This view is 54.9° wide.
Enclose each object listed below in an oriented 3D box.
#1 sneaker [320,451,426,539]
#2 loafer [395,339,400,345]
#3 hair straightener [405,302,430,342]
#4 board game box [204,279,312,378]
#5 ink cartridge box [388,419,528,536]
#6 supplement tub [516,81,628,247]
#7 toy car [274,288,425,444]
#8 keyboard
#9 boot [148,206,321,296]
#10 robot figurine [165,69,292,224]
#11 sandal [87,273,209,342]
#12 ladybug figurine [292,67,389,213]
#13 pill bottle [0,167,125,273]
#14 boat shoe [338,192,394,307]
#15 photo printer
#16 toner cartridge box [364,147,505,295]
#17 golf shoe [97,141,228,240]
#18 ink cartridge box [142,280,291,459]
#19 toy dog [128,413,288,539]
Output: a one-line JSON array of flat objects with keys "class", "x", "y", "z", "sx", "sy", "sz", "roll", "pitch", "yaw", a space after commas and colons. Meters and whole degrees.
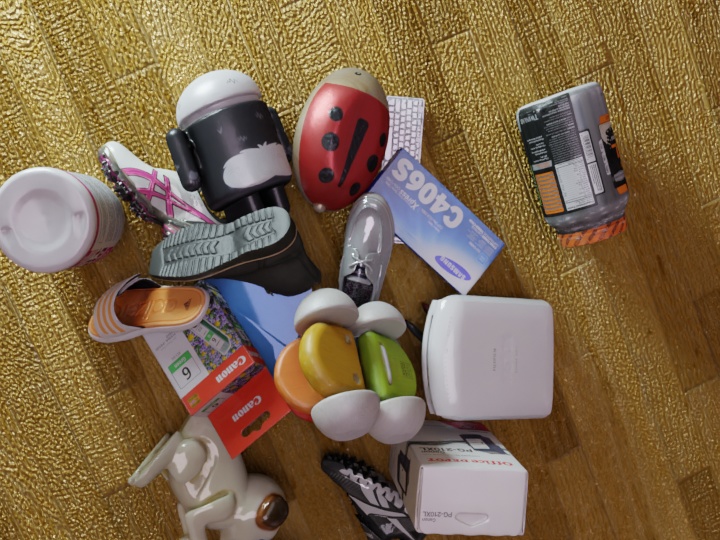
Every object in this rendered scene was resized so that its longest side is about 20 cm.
[{"class": "sneaker", "x": 0.018, "y": 0.339, "z": 0.993, "sx": 0.197, "sy": 0.066, "sz": 0.092, "roll": 32, "pitch": 88, "yaw": -11}, {"class": "loafer", "x": -0.027, "y": 0.156, "z": 0.971, "sx": 0.196, "sy": 0.070, "sz": 0.071, "roll": -26, "pitch": 89, "yaw": -5}, {"class": "hair straightener", "x": 0.127, "y": 0.146, "z": 1.011, "sx": 0.077, "sy": 0.041, "sz": 0.201, "roll": -40, "pitch": 103, "yaw": -2}, {"class": "board game box", "x": -0.157, "y": 0.065, "z": 0.963, "sx": 0.156, "sy": 0.039, "sz": 0.203, "roll": 33, "pitch": 90, "yaw": 1}, {"class": "ink cartridge box", "x": 0.124, "y": 0.271, "z": 0.934, "sx": 0.140, "sy": 0.200, "sz": 0.087, "roll": 4, "pitch": 94, "yaw": -8}, {"class": "supplement tub", "x": 0.298, "y": -0.144, "z": 0.962, "sx": 0.119, "sy": 0.123, "sz": 0.205, "roll": -18, "pitch": 98, "yaw": -5}, {"class": "toy car", "x": -0.021, "y": 0.134, "z": 0.865, "sx": 0.197, "sy": 0.149, "sz": 0.179, "roll": 16, "pitch": 49, "yaw": -42}, {"class": "keyboard", "x": 0.057, "y": -0.142, "z": 0.987, "sx": 0.054, "sy": 0.011, "sz": 0.207, "roll": 3, "pitch": 94, "yaw": -8}, {"class": "boot", "x": -0.156, "y": 0.003, "z": 0.890, "sx": 0.194, "sy": 0.139, "sz": 0.079, "roll": -9, "pitch": 57, "yaw": 15}, {"class": "robot figurine", "x": -0.163, "y": -0.155, "z": 0.901, "sx": 0.122, "sy": 0.150, "sz": 0.205, "roll": -21, "pitch": 93, "yaw": 9}, {"class": "sandal", "x": -0.283, "y": 0.039, "z": 0.887, "sx": 0.202, "sy": 0.059, "sz": 0.081, "roll": -9, "pitch": 53, "yaw": 28}, {"class": "ladybug figurine", "x": -0.019, "y": -0.173, "z": 0.928, "sx": 0.133, "sy": 0.071, "sz": 0.206, "roll": 18, "pitch": 87, "yaw": -29}, {"class": "pill bottle", "x": -0.355, "y": -0.062, "z": 0.845, "sx": 0.110, "sy": 0.200, "sz": 0.117, "roll": -1, "pitch": 95, "yaw": -7}, {"class": "boat shoe", "x": 0.000, "y": 0.000, "z": 0.937, "sx": 0.070, "sy": 0.069, "sz": 0.205, "roll": 16, "pitch": 111, "yaw": 1}, {"class": "photo printer", "x": 0.175, "y": 0.121, "z": 0.964, "sx": 0.195, "sy": 0.069, "sz": 0.172, "roll": 5, "pitch": 85, "yaw": -24}, {"class": "toner cartridge box", "x": 0.099, "y": -0.067, "z": 0.971, "sx": 0.199, "sy": 0.043, "sz": 0.096, "roll": 41, "pitch": 92, "yaw": -9}, {"class": "golf shoe", "x": -0.260, "y": -0.101, "z": 0.926, "sx": 0.200, "sy": 0.072, "sz": 0.093, "roll": 46, "pitch": 68, "yaw": -14}, {"class": "ink cartridge box", "x": -0.186, "y": 0.127, "z": 0.892, "sx": 0.108, "sy": 0.050, "sz": 0.202, "roll": -38, "pitch": 72, "yaw": 2}, {"class": "toy dog", "x": -0.189, "y": 0.291, "z": 0.943, "sx": 0.200, "sy": 0.139, "sz": 0.195, "roll": 45, "pitch": 55, "yaw": -8}]
